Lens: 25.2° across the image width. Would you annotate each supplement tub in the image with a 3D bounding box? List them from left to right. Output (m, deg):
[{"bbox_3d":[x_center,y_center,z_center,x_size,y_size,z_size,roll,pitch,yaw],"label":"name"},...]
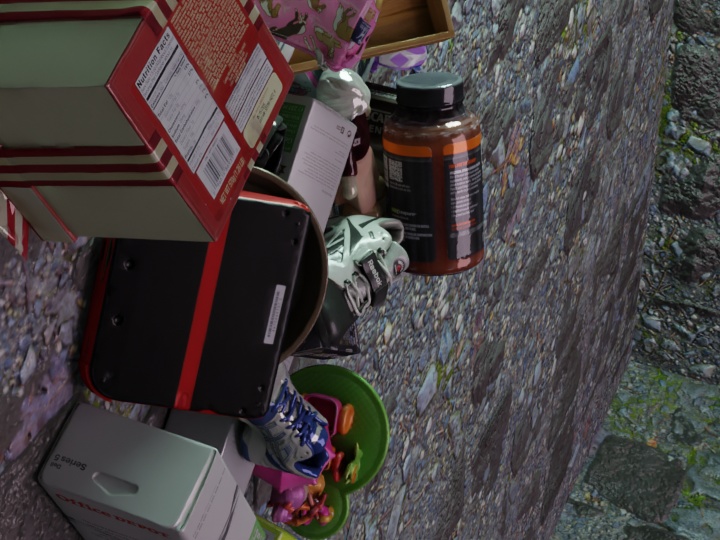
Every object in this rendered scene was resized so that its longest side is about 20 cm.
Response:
[{"bbox_3d":[0.077,-0.103,1.698,0.107,0.106,0.202,-40,132,-59],"label":"supplement tub"}]

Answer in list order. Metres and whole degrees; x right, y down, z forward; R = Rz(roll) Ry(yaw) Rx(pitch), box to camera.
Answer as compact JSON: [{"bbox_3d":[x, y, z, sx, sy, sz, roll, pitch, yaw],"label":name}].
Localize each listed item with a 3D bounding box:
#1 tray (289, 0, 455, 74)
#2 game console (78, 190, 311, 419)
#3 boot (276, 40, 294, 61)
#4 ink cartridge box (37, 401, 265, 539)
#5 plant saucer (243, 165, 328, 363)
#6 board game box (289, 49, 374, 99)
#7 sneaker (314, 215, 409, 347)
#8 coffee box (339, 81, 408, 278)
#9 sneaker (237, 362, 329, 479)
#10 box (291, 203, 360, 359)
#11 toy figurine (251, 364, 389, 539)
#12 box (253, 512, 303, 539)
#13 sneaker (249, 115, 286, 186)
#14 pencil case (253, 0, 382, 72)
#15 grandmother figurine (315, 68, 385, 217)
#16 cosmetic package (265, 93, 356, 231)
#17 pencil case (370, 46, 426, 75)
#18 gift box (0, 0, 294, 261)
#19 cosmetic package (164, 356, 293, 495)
[{"bbox_3d":[-0.014,-0.245,1.504,0.199,0.037,0.100,-16,93,-26],"label":"tray"},{"bbox_3d":[-0.144,0.025,1.399,0.031,0.175,0.202,-146,-113,-64],"label":"game console"},{"bbox_3d":[-0.098,-0.262,1.379,0.091,0.072,0.201,65,18,-54],"label":"boot"},{"bbox_3d":[-0.182,0.213,1.441,0.201,0.144,0.085,74,36,-58],"label":"ink cartridge box"},{"bbox_3d":[-0.126,0.002,1.425,0.029,0.198,0.202,-144,-115,-70],"label":"plant saucer"},{"bbox_3d":[-0.042,-0.243,1.614,0.200,0.064,0.149,51,57,-66],"label":"board game box"},{"bbox_3d":[0.000,0.000,1.582,0.201,0.088,0.075,-75,153,-55],"label":"sneaker"},{"bbox_3d":[0.016,-0.101,1.811,0.080,0.113,0.202,-31,132,-64],"label":"coffee box"},{"bbox_3d":[-0.070,0.134,1.542,0.200,0.087,0.076,81,32,-61],"label":"sneaker"},{"bbox_3d":[-0.051,-0.012,1.656,0.161,0.049,0.202,20,61,-78],"label":"box"},{"bbox_3d":[-0.068,0.211,1.737,0.184,0.149,0.202,-13,114,-73],"label":"toy figurine"},{"bbox_3d":[-0.111,0.289,1.733,0.048,0.121,0.200,-62,159,-9],"label":"box"},{"bbox_3d":[-0.118,-0.148,1.413,0.071,0.098,0.201,-61,156,-28],"label":"sneaker"},{"bbox_3d":[-0.081,-0.234,1.304,0.087,0.199,0.083,-67,180,-45],"label":"pencil case"},{"bbox_3d":[-0.011,-0.127,1.628,0.201,0.060,0.122,77,6,-54],"label":"grandmother figurine"},{"bbox_3d":[-0.091,-0.062,1.525,0.085,0.107,0.202,27,77,-54],"label":"cosmetic package"},{"bbox_3d":[0.039,-0.317,1.766,0.085,0.084,0.202,-19,124,-40],"label":"pencil case"},{"bbox_3d":[-0.176,-0.116,1.128,0.185,0.185,0.201,-63,143,-34],"label":"gift box"},{"bbox_3d":[-0.133,0.129,1.628,0.101,0.071,0.202,52,55,-67],"label":"cosmetic package"}]
